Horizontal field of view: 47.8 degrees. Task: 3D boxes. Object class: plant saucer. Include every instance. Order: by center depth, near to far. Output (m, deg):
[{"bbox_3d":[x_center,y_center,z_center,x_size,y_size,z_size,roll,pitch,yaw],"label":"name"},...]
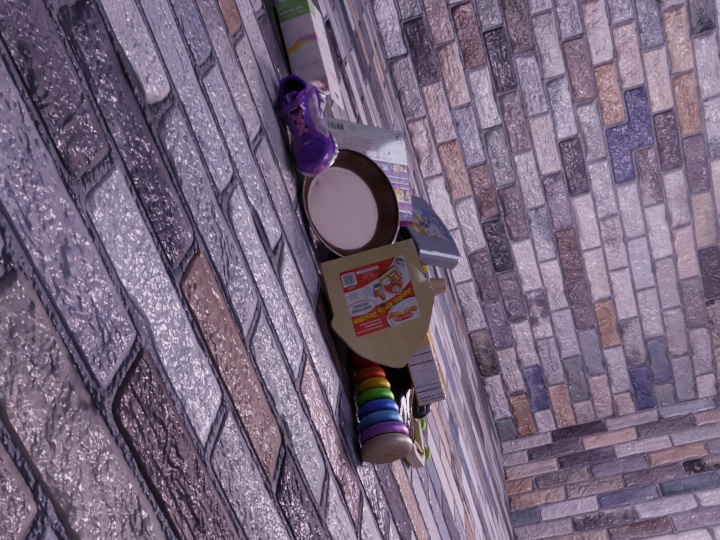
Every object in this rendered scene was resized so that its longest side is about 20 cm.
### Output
[{"bbox_3d":[-0.022,-0.109,1.385,0.199,0.037,0.203,12,69,-33],"label":"plant saucer"}]

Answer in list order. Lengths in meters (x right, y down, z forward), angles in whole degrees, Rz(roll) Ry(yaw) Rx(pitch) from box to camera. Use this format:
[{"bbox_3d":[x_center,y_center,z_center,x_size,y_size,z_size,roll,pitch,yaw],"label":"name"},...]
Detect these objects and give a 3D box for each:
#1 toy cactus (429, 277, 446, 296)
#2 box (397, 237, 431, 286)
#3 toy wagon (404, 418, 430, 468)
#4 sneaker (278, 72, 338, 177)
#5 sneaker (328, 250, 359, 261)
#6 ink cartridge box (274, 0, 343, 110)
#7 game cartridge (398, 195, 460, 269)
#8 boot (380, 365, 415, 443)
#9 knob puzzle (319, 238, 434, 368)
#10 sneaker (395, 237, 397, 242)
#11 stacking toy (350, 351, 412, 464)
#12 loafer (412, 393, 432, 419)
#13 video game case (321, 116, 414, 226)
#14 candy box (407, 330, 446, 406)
[{"bbox_3d":[0.100,0.048,1.726,0.102,0.163,0.202,100,-18,-71],"label":"toy cactus"},{"bbox_3d":[0.089,-0.009,1.619,0.201,0.064,0.070,-96,-152,-52],"label":"box"},{"bbox_3d":[0.103,0.308,1.702,0.156,0.039,0.202,61,17,-53],"label":"toy wagon"},{"bbox_3d":[-0.096,-0.245,1.330,0.089,0.080,0.202,48,24,-54],"label":"sneaker"},{"bbox_3d":[0.000,0.000,1.473,0.200,0.075,0.115,-63,141,-64],"label":"sneaker"},{"bbox_3d":[-0.094,-0.399,1.534,0.117,0.067,0.202,12,64,-78],"label":"ink cartridge box"},{"bbox_3d":[0.122,-0.087,1.654,0.132,0.042,0.201,6,41,-36],"label":"game cartridge"},{"bbox_3d":[0.051,0.232,1.458,0.138,0.077,0.202,7,68,-73],"label":"boot"},{"bbox_3d":[0.035,0.065,1.351,0.030,0.218,0.222,-17,-94,66],"label":"knob puzzle"},{"bbox_3d":[0.048,-0.056,1.596,0.088,0.074,0.202,-49,159,-62],"label":"sneaker"},{"bbox_3d":[0.026,0.212,1.345,0.086,0.085,0.202,60,15,-54],"label":"stacking toy"},{"bbox_3d":[0.088,0.211,1.596,0.073,0.072,0.201,-59,-147,38],"label":"loafer"},{"bbox_3d":[0.003,-0.178,1.468,0.198,0.036,0.183,3,73,-35],"label":"video game case"},{"bbox_3d":[0.101,0.127,1.460,0.116,0.055,0.202,-79,153,-77],"label":"candy box"}]
